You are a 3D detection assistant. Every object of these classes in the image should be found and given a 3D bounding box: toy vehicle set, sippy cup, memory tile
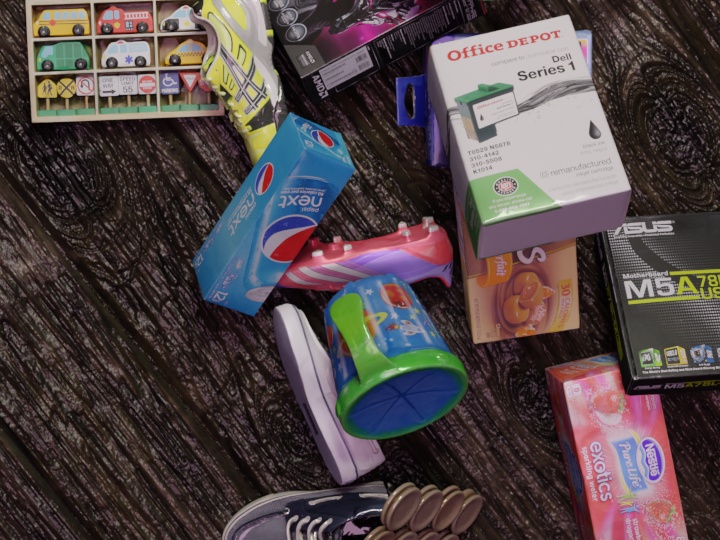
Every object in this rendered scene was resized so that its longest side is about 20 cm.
[{"bbox_3d":[-0.240,-0.218,1.441,0.198,0.027,0.125,-3,96,-3],"label":"toy vehicle set"},{"bbox_3d":[0.025,0.081,1.413,0.139,0.178,0.131,-8,55,-19],"label":"sippy cup"},{"bbox_3d":[0.049,0.286,1.439,0.017,0.200,0.154,34,97,31],"label":"memory tile"}]

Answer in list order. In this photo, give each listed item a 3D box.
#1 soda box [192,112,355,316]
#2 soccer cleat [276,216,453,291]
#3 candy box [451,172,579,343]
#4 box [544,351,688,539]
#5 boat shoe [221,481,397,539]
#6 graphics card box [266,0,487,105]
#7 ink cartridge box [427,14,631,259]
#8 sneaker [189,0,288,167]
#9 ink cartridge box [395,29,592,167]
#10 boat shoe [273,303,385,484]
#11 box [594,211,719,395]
[{"bbox_3d":[-0.089,-0.053,1.403,0.064,0.068,0.200,19,120,-31],"label":"soda box"},{"bbox_3d":[0.000,0.000,1.461,0.199,0.067,0.077,-13,108,-2],"label":"soccer cleat"},{"bbox_3d":[0.159,-0.028,1.432,0.115,0.055,0.201,-9,120,-1],"label":"candy box"},{"bbox_3d":[0.270,0.194,1.478,0.102,0.095,0.201,-12,96,-4],"label":"box"},{"bbox_3d":[-0.049,0.271,1.468,0.199,0.093,0.075,-15,96,-2],"label":"boat shoe"},{"bbox_3d":[0.011,-0.264,1.408,0.199,0.051,0.126,-28,56,1],"label":"graphics card box"},{"bbox_3d":[0.155,-0.128,1.326,0.145,0.084,0.201,-13,66,-3],"label":"ink cartridge box"},{"bbox_3d":[-0.122,-0.186,1.417,0.076,0.075,0.201,-15,100,-17],"label":"sneaker"},{"bbox_3d":[0.135,-0.176,1.445,0.198,0.076,0.138,-2,96,-2],"label":"ink cartridge box"},{"bbox_3d":[-0.033,0.122,1.473,0.065,0.074,0.201,-23,100,-16],"label":"boat shoe"},{"bbox_3d":[0.354,0.030,1.440,0.198,0.048,0.194,-3,60,-2],"label":"box"}]
